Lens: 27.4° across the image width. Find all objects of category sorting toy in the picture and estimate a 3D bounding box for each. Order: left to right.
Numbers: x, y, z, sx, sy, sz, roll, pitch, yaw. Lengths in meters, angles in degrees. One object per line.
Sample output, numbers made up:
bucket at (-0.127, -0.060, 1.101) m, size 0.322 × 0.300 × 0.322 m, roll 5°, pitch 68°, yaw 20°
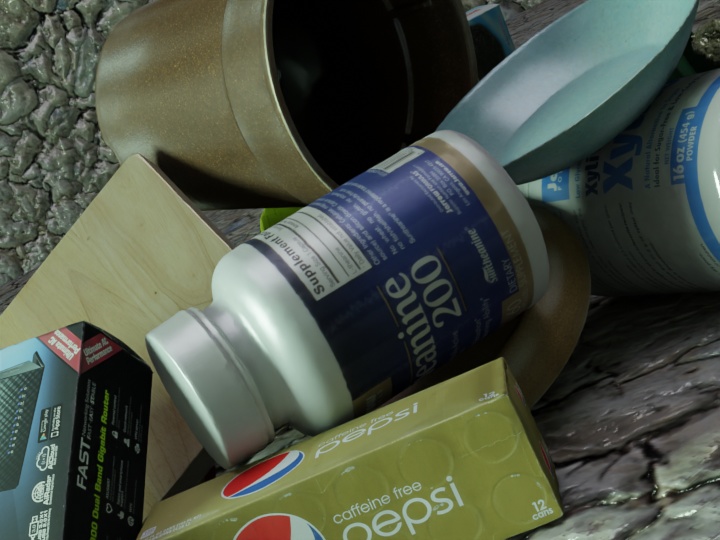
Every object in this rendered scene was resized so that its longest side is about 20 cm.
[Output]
sorting toy at (-0.135, 0.064, 0.928) m, size 0.199 × 0.070 × 0.200 m, roll -50°, pitch 53°, yaw 5°

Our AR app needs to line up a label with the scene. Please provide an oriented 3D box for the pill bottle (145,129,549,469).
pill bottle at (-0.008, 0.018, 0.784) m, size 0.200 × 0.111 × 0.111 m, roll -32°, pitch 12°, yaw -17°

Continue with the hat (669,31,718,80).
hat at (0.199, -0.069, 1.055) m, size 0.176 × 0.200 × 0.166 m, roll -40°, pitch 48°, yaw 22°

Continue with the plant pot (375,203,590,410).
plant pot at (0.042, 0.029, 0.884) m, size 0.200 × 0.027 × 0.200 m, roll -25°, pitch 39°, yaw 22°

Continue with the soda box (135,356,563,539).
soda box at (-0.006, 0.116, 0.720) m, size 0.200 × 0.068 × 0.064 m, roll -24°, pitch 10°, yaw 8°

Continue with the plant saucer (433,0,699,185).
plant saucer at (0.126, -0.105, 0.887) m, size 0.201 × 0.039 × 0.201 m, roll -35°, pitch 19°, yaw 14°

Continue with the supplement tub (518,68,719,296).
supplement tub at (0.198, -0.051, 0.890) m, size 0.132 × 0.132 × 0.200 m, roll -31°, pitch 12°, yaw -29°

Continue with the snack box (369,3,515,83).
snack box at (0.085, -0.083, 1.104) m, size 0.116 × 0.200 × 0.037 m, roll -30°, pitch 19°, yaw -21°

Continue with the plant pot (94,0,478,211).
plant pot at (-0.058, -0.124, 0.985) m, size 0.198 × 0.201 × 0.200 m, roll -6°, pitch 21°, yaw 43°

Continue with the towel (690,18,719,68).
towel at (0.317, -0.120, 0.934) m, size 0.148 × 0.037 × 0.200 m, roll 19°, pitch 2°, yaw -31°

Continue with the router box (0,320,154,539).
router box at (-0.187, 0.139, 0.747) m, size 0.150 × 0.062 × 0.200 m, roll -19°, pitch 52°, yaw 24°

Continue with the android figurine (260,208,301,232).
android figurine at (0.000, 0.000, 1.022) m, size 0.182 × 0.041 × 0.200 m, roll -12°, pitch 46°, yaw -10°
